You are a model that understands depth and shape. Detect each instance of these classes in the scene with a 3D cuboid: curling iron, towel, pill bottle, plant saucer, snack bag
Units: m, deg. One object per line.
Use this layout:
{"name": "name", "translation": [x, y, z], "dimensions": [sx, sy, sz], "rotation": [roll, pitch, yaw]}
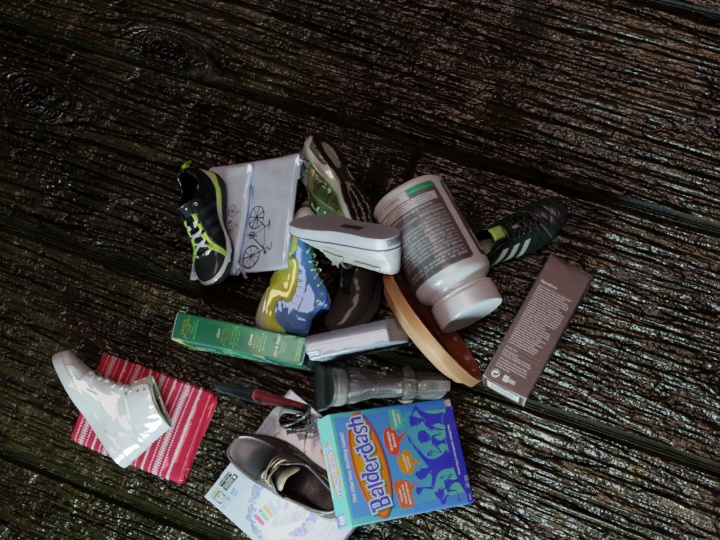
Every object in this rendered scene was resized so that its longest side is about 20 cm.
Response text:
{"name": "curling iron", "translation": [-0.149, 0.191, 1.473], "dimensions": [0.199, 0.026, 0.050], "rotation": [17, 48, 36]}
{"name": "towel", "translation": [-0.328, 0.223, 1.531], "dimensions": [0.199, 0.022, 0.145], "rotation": [18, 81, 14]}
{"name": "pill bottle", "translation": [0.109, -0.023, 1.408], "dimensions": [0.113, 0.113, 0.201], "rotation": [-27, 72, 1]}
{"name": "plant saucer", "translation": [0.096, 0.082, 1.413], "dimensions": [0.032, 0.200, 0.201], "rotation": [-40, 74, 10]}
{"name": "snack bag", "translation": [-0.176, -0.080, 1.543], "dimensions": [0.199, 0.021, 0.190], "rotation": [-4, 73, 35]}

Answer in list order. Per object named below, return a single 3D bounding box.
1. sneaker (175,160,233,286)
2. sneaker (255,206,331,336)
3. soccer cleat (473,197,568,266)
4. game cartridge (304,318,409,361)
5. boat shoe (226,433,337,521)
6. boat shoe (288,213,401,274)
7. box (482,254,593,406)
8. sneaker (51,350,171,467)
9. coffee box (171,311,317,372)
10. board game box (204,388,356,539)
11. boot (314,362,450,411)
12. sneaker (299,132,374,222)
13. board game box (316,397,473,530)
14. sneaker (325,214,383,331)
{"name": "sneaker", "translation": [-0.249, -0.070, 1.527], "dimensions": [0.072, 0.083, 0.201], "rotation": [-27, 61, 31]}
{"name": "sneaker", "translation": [-0.083, 0.009, 1.531], "dimensions": [0.105, 0.076, 0.201], "rotation": [19, 84, -2]}
{"name": "soccer cleat", "translation": [0.217, -0.051, 1.488], "dimensions": [0.199, 0.081, 0.068], "rotation": [-28, 74, 1]}
{"name": "game cartridge", "translation": [0.001, 0.099, 1.421], "dimensions": [0.133, 0.200, 0.041], "rotation": [-9, 83, 5]}
{"name": "boat shoe", "translation": [-0.100, 0.282, 1.409], "dimensions": [0.199, 0.073, 0.075], "rotation": [23, 79, 14]}
{"name": "boat shoe", "translation": [-0.021, -0.036, 1.425], "dimensions": [0.199, 0.072, 0.066], "rotation": [10, 117, 37]}
{"name": "box", "translation": [0.251, 0.087, 1.439], "dimensions": [0.075, 0.100, 0.201], "rotation": [27, 82, 13]}
{"name": "sneaker", "translation": [-0.363, 0.178, 1.504], "dimensions": [0.115, 0.074, 0.200], "rotation": [-38, 83, 0]}
{"name": "coffee box", "translation": [-0.165, 0.108, 1.486], "dimensions": [0.199, 0.123, 0.044], "rotation": [11, 81, 10]}
{"name": "board game box", "translation": [-0.087, 0.313, 1.461], "dimensions": [0.199, 0.043, 0.200], "rotation": [37, 84, 17]}
{"name": "boot", "translation": [0.027, 0.166, 1.434], "dimensions": [0.173, 0.200, 0.070], "rotation": [1, 88, -14]}
{"name": "sneaker", "translation": [-0.047, -0.111, 1.563], "dimensions": [0.089, 0.077, 0.201], "rotation": [-36, 73, 31]}
{"name": "board game box", "translation": [0.049, 0.265, 1.398], "dimensions": [0.199, 0.045, 0.153], "rotation": [-4, 73, -29]}
{"name": "sneaker", "translation": [0.000, 0.000, 1.490], "dimensions": [0.076, 0.091, 0.200], "rotation": [14, 66, 45]}
